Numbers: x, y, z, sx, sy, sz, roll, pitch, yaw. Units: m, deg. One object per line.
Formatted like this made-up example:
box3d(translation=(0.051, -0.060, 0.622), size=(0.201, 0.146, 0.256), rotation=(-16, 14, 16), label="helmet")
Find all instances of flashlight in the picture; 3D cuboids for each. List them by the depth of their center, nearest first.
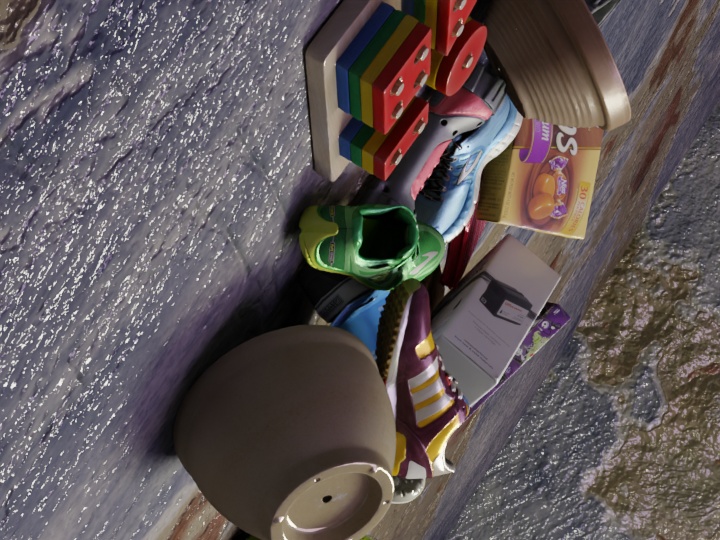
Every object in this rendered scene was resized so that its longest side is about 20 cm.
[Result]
box3d(translation=(0.069, -0.113, 1.559), size=(0.200, 0.068, 0.068), rotation=(-59, 169, -6), label="flashlight")

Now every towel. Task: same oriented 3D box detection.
box3d(translation=(0.132, -0.080, 1.825), size=(0.200, 0.022, 0.145), rotation=(-59, 162, -61), label="towel")

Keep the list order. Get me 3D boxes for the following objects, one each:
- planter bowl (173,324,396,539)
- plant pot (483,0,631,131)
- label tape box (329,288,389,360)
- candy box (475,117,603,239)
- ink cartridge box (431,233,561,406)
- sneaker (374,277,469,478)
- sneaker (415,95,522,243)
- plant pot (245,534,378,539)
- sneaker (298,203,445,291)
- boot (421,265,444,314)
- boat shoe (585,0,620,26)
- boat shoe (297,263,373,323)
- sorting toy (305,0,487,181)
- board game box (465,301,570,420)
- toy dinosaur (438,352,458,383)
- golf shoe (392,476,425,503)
box3d(translation=(-0.049, 0.166, 1.395), size=(0.200, 0.135, 0.201), rotation=(-17, 135, -18), label="planter bowl")
box3d(translation=(0.180, -0.215, 1.559), size=(0.093, 0.201, 0.201), rotation=(-28, 165, 3), label="plant pot")
box3d(translation=(-0.023, 0.100, 1.551), size=(0.200, 0.063, 0.144), rotation=(-45, 172, 30), label="label tape box")
box3d(translation=(0.205, -0.143, 1.740), size=(0.056, 0.116, 0.201), rotation=(15, -86, 63), label="candy box")
box3d(translation=(0.121, 0.073, 1.753), size=(0.145, 0.084, 0.200), rotation=(-47, -177, 44), label="ink cartridge box")
box3d(translation=(0.061, 0.102, 1.497), size=(0.075, 0.090, 0.201), rotation=(-110, -155, -66), label="sneaker")
box3d(translation=(0.089, -0.117, 1.653), size=(0.200, 0.078, 0.090), rotation=(-62, 147, -4), label="sneaker")
box3d(translation=(-0.067, 0.382, 1.852), size=(0.182, 0.199, 0.200), rotation=(-66, 165, 0), label="plant pot")
box3d(translation=(0.025, -0.020, 1.451), size=(0.200, 0.083, 0.074), rotation=(5, 84, -55), label="sneaker")
box3d(translation=(0.050, 0.043, 1.817), size=(0.175, 0.066, 0.200), rotation=(-54, 166, -19), label="boot")
box3d(translation=(0.235, -0.270, 1.799), size=(0.200, 0.071, 0.072), rotation=(-54, 165, -17), label="boat shoe")
box3d(translation=(0.000, 0.000, 1.561), size=(0.069, 0.057, 0.200), rotation=(-44, 172, 22), label="boat shoe")
box3d(translation=(0.042, -0.184, 1.315), size=(0.199, 0.069, 0.200), rotation=(-54, 165, -20), label="sorting toy")
box3d(translation=(0.150, 0.111, 1.858), size=(0.200, 0.032, 0.120), rotation=(-43, -173, -9), label="board game box")
box3d(translation=(0.050, 0.139, 1.589), size=(0.102, 0.077, 0.200), rotation=(-51, 173, -32), label="toy dinosaur")
box3d(translation=(0.003, 0.230, 1.747), size=(0.078, 0.200, 0.097), rotation=(-42, 126, -29), label="golf shoe")
